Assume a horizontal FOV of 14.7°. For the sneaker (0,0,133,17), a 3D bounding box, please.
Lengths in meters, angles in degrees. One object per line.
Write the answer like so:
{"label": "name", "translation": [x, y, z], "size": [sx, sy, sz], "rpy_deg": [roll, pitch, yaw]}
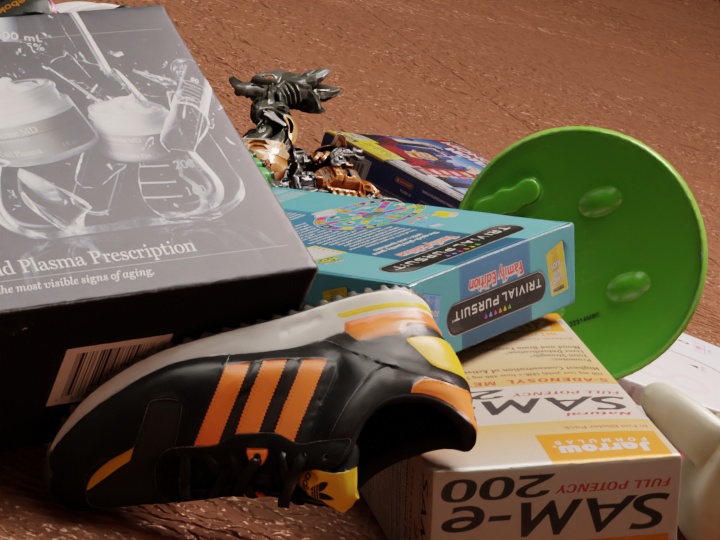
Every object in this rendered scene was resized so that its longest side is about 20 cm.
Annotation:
{"label": "sneaker", "translation": [-0.189, -0.106, 1.410], "size": [0.200, 0.086, 0.080], "rpy_deg": [-6, 42, -38]}

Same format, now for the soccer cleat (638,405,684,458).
{"label": "soccer cleat", "translation": [0.121, 0.092, 1.573], "size": [0.200, 0.067, 0.076], "rpy_deg": [17, -18, 12]}

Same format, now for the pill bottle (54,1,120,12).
{"label": "pill bottle", "translation": [-0.171, -0.094, 1.619], "size": [0.113, 0.113, 0.200], "rpy_deg": [15, -7, -18]}

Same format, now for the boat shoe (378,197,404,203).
{"label": "boat shoe", "translation": [0.000, 0.000, 1.719], "size": [0.073, 0.063, 0.200], "rpy_deg": [23, 15, 2]}

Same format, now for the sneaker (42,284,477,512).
{"label": "sneaker", "translation": [-0.042, 0.076, 1.269], "size": [0.200, 0.070, 0.090], "rpy_deg": [-20, 53, -17]}

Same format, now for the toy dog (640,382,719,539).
{"label": "toy dog", "translation": [0.218, 0.126, 1.424], "size": [0.194, 0.140, 0.200], "rpy_deg": [25, 3, 4]}

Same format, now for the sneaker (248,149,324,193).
{"label": "sneaker", "translation": [-0.082, -0.024, 1.675], "size": [0.085, 0.078, 0.200], "rpy_deg": [-19, 17, -21]}

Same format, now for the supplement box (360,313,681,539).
{"label": "supplement box", "translation": [0.068, 0.089, 1.396], "size": [0.126, 0.074, 0.200], "rpy_deg": [-3, 20, -14]}

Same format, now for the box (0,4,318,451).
{"label": "box", "translation": [-0.155, -0.021, 1.302], "size": [0.200, 0.104, 0.182], "rpy_deg": [-8, 51, -33]}

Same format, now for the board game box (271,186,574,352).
{"label": "board game box", "translation": [-0.012, 0.002, 1.469], "size": [0.200, 0.047, 0.151], "rpy_deg": [9, 18, 36]}

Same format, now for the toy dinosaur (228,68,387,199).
{"label": "toy dinosaur", "translation": [-0.059, -0.071, 1.869], "size": [0.200, 0.102, 0.136], "rpy_deg": [38, 26, -18]}

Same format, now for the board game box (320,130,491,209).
{"label": "board game box", "translation": [0.098, -0.031, 1.970], "size": [0.200, 0.062, 0.200], "rpy_deg": [30, 16, 36]}

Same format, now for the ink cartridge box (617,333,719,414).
{"label": "ink cartridge box", "translation": [0.128, 0.052, 1.733], "size": [0.200, 0.057, 0.163], "rpy_deg": [24, 14, 0]}

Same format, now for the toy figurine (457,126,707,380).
{"label": "toy figurine", "translation": [0.119, 0.000, 1.706], "size": [0.200, 0.150, 0.184], "rpy_deg": [-20, -4, 10]}
